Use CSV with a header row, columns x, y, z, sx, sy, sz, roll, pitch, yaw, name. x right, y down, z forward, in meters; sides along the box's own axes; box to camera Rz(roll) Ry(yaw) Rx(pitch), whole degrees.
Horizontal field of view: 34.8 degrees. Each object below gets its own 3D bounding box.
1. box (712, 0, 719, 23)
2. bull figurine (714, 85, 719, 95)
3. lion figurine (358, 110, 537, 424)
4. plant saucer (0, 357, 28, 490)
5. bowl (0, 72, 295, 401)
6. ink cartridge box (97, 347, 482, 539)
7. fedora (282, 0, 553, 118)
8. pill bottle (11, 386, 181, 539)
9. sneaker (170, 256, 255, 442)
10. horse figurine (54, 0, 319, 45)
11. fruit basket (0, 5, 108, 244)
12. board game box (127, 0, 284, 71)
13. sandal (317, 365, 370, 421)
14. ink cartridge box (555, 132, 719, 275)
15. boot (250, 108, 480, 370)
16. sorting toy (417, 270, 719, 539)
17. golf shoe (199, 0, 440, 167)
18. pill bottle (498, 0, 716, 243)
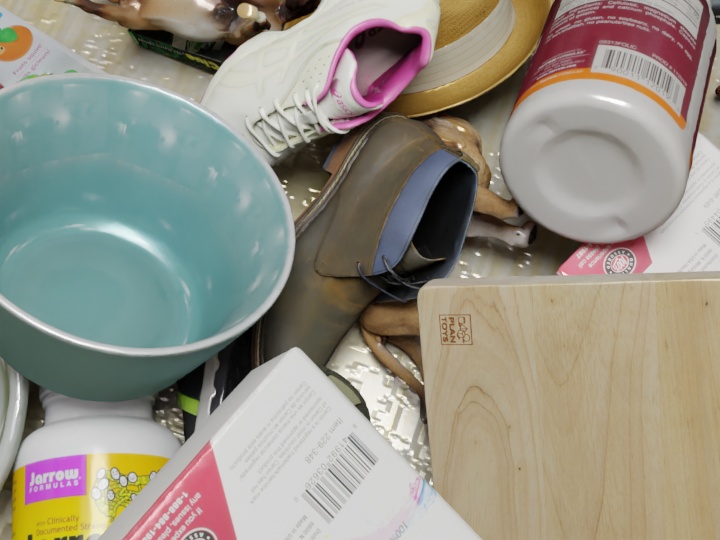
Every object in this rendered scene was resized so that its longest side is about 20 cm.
x,y,z,sx,sy,sz,roll,pitch,yaw,name
0.260,-0.237,0.802,0.196,0.158,0.051,4,69,0,box
0.353,-0.142,0.800,0.196,0.122,0.066,-16,102,2,bull figurine
0.041,-0.010,0.762,0.121,0.073,0.202,21,76,29,lion figurine
-0.278,0.086,0.716,0.197,0.050,0.204,-6,75,21,plant saucer
-0.146,-0.005,0.660,0.197,0.106,0.203,15,45,-16,bowl
-0.023,0.166,0.598,0.200,0.085,0.148,48,64,-8,ink cartridge box
0.032,-0.193,0.795,0.197,0.082,0.203,-8,51,10,fedora
-0.154,0.157,0.681,0.102,0.105,0.204,-5,70,-2,pill bottle
-0.106,0.042,0.756,0.081,0.072,0.204,-9,67,21,sneaker
-0.111,-0.182,0.772,0.196,0.132,0.051,5,95,11,horse figurine
-0.252,-0.086,0.777,0.199,0.094,0.186,34,73,15,fruit basket
-0.083,-0.240,0.861,0.103,0.024,0.202,20,71,22,board game box
-0.068,0.135,0.668,0.080,0.057,0.202,42,62,-7,sandal
0.238,0.037,0.739,0.145,0.085,0.200,-41,73,-14,ink cartridge box
0.000,0.000,0.705,0.096,0.074,0.203,24,92,52,boot
0.142,0.097,0.663,0.195,0.070,0.204,-2,102,18,sorting toy
-0.032,-0.113,0.713,0.199,0.075,0.092,-38,33,18,golf shoe
0.164,-0.124,0.731,0.112,0.115,0.202,20,49,7,pill bottle
